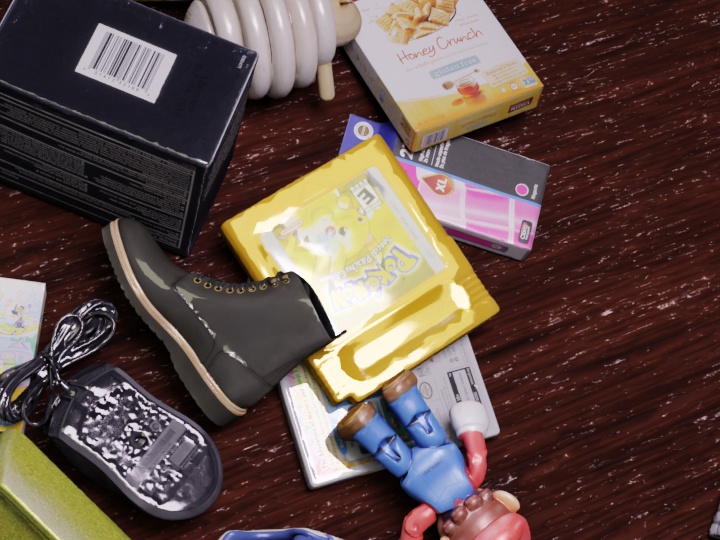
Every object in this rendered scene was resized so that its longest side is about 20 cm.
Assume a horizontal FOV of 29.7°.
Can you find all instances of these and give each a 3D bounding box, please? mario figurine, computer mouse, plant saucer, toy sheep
[{"bbox_3d":[0.067,0.188,1.171,0.200,0.123,0.106,53,30,0],"label":"mario figurine"},{"bbox_3d":[-0.201,0.133,1.142,0.200,0.053,0.139,43,59,1],"label":"computer mouse"},{"bbox_3d":[-0.277,0.260,1.057,0.200,0.048,0.200,43,85,5],"label":"plant saucer"},{"bbox_3d":[-0.093,-0.216,1.248,0.200,0.138,0.138,-16,75,-19],"label":"toy sheep"}]

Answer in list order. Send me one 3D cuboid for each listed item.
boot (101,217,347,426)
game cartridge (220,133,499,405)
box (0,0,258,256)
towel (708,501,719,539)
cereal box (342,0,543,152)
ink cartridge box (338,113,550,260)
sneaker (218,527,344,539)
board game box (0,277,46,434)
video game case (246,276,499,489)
[{"bbox_3d":[-0.116,0.013,1.166,0.138,0.077,0.200,-34,92,10],"label":"boot"},{"bbox_3d":[0.000,0.000,1.216,0.176,0.032,0.200,-32,80,-17],"label":"game cartridge"},{"bbox_3d":[-0.209,-0.131,1.159,0.200,0.198,0.123,23,65,-3],"label":"box"},{"bbox_3d":[0.439,0.207,1.236,0.200,0.086,0.166,25,68,-2],"label":"towel"},{"bbox_3d":[0.065,-0.219,1.315,0.144,0.040,0.200,-23,65,-19],"label":"cereal box"},{"bbox_3d":[0.076,-0.085,1.293,0.200,0.037,0.095,17,68,-3],"label":"ink cartridge box"},{"bbox_3d":[-0.024,0.248,1.095,0.200,0.088,0.075,0,58,4],"label":"sneaker"},{"bbox_3d":[-0.375,0.065,1.142,0.200,0.034,0.135,7,69,-9],"label":"board game box"},{"bbox_3d":[0.011,0.078,1.226,0.182,0.024,0.200,-14,75,-16],"label":"video game case"}]
